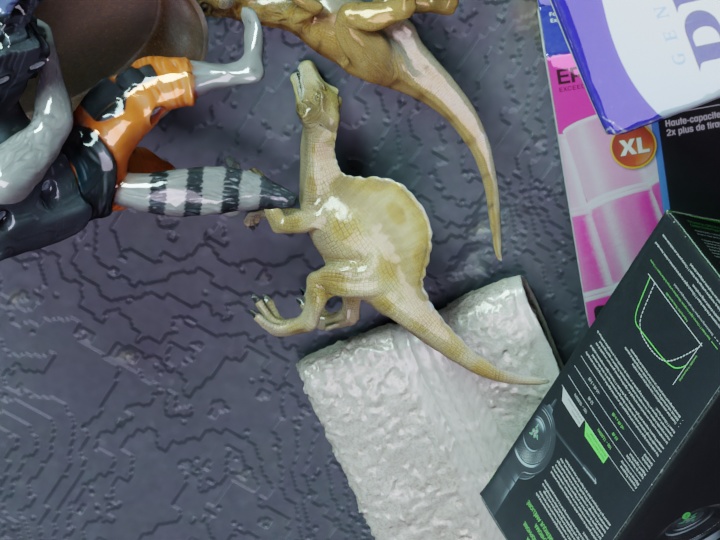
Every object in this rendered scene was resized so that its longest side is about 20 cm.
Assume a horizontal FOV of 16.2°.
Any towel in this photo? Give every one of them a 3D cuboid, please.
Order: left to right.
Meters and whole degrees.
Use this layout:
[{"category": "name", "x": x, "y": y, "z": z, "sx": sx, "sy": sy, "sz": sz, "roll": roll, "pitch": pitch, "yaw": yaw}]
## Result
[{"category": "towel", "x": 0.061, "y": 0.108, "z": 1.324, "sx": 0.132, "sy": 0.035, "sz": 0.201, "roll": -21, "pitch": 115, "yaw": 11}]

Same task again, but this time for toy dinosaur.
[{"category": "toy dinosaur", "x": 0.000, "y": 0.000, "z": 1.240, "sx": 0.101, "sy": 0.058, "sz": 0.201, "roll": -28, "pitch": 100, "yaw": 32}, {"category": "toy dinosaur", "x": 0.013, "y": -0.108, "z": 1.202, "sx": 0.199, "sy": 0.060, "sz": 0.107, "roll": 32, "pitch": 120, "yaw": -2}]

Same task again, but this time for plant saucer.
[{"category": "plant saucer", "x": -0.170, "y": -0.104, "z": 1.169, "sx": 0.199, "sy": 0.035, "sz": 0.201, "roll": -11, "pitch": 155, "yaw": -5}]

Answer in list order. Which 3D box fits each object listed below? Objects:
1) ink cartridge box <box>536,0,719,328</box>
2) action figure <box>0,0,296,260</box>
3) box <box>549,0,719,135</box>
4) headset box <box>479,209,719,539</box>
[{"category": "ink cartridge box", "x": 0.143, "y": -0.069, "z": 1.232, "sx": 0.094, "sy": 0.037, "sz": 0.201, "roll": -9, "pitch": 115, "yaw": 5}, {"category": "action figure", "x": -0.130, "y": -0.059, "z": 1.131, "sx": 0.192, "sy": 0.105, "sz": 0.200, "roll": -16, "pitch": 159, "yaw": -20}, {"category": "box", "x": 0.167, "y": -0.183, "z": 1.114, "sx": 0.199, "sy": 0.105, "sz": 0.185, "roll": -21, "pitch": 104, "yaw": 10}, {"category": "headset box", "x": 0.181, "y": 0.087, "z": 1.239, "sx": 0.173, "sy": 0.093, "sz": 0.201, "roll": 9, "pitch": 123, "yaw": -36}]
